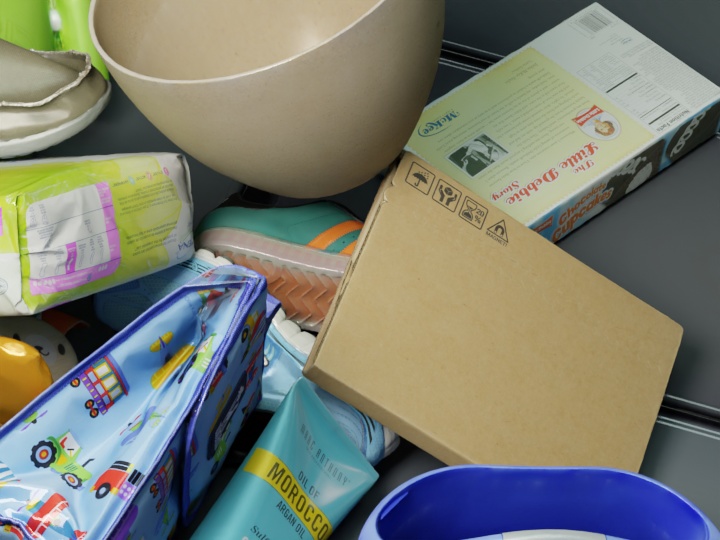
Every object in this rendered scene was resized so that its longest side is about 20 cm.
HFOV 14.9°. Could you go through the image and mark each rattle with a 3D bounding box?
[{"bbox_3d":[-0.181,0.029,1.480,0.130,0.143,0.200,35,37,14],"label":"rattle"}]

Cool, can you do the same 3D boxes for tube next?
[{"bbox_3d":[-0.064,0.153,1.444,0.050,0.078,0.200,1,44,45],"label":"tube"}]

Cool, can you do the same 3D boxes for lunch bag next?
[{"bbox_3d":[-0.111,0.084,1.413,0.094,0.151,0.200,34,69,14],"label":"lunch bag"}]

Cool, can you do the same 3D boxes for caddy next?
[{"bbox_3d":[0.094,0.170,1.427,0.199,0.105,0.142,1,45,-6],"label":"caddy"}]

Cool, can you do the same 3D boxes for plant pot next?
[{"bbox_3d":[-0.035,-0.121,1.543,0.199,0.135,0.201,-14,40,12],"label":"plant pot"}]

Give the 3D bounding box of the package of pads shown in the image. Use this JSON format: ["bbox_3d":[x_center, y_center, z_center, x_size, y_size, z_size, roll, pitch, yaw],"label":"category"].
[{"bbox_3d":[-0.193,-0.022,1.480,0.154,0.069,0.200,-1,9,23],"label":"package of pads"}]

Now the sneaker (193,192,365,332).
[{"bbox_3d":[0.000,0.000,1.605,0.199,0.072,0.080,17,41,2],"label":"sneaker"}]

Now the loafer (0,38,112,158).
[{"bbox_3d":[-0.239,-0.110,1.540,0.199,0.070,0.075,1,31,3],"label":"loafer"}]

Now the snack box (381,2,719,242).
[{"bbox_3d":[0.122,-0.087,1.726,0.200,0.037,0.116,-32,57,-32],"label":"snack box"}]

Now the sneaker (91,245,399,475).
[{"bbox_3d":[-0.077,0.058,1.538,0.200,0.079,0.090,31,54,22],"label":"sneaker"}]

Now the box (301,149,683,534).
[{"bbox_3d":[0.078,0.045,1.539,0.200,0.021,0.164,32,53,-12],"label":"box"}]

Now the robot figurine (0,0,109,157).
[{"bbox_3d":[-0.244,-0.135,1.675,0.175,0.116,0.201,-8,46,2],"label":"robot figurine"}]
